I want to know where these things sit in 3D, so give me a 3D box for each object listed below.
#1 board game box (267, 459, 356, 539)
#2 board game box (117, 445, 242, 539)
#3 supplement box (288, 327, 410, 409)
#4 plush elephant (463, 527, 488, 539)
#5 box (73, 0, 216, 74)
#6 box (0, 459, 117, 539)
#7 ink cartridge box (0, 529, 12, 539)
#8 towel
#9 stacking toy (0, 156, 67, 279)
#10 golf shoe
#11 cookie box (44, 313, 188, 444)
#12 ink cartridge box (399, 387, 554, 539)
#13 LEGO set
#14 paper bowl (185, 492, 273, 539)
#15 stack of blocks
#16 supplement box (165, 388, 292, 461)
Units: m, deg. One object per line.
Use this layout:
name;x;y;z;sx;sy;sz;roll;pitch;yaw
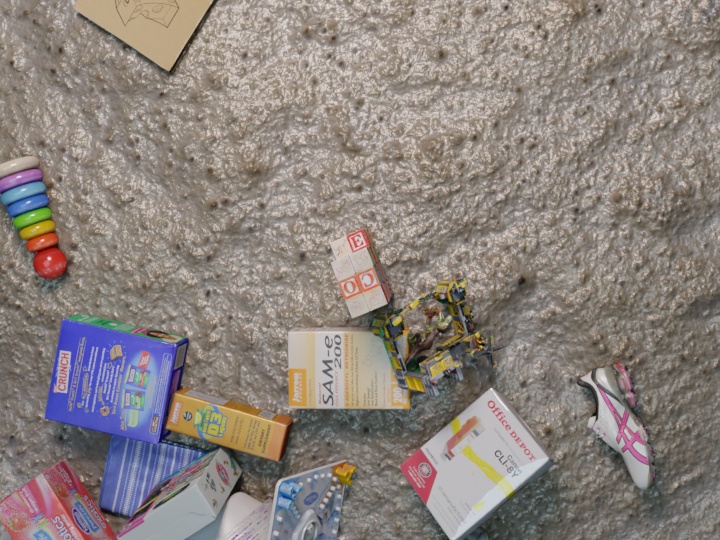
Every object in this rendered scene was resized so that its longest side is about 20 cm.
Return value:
board game box;-0.079;0.414;1.265;0.026;0.199;0.203;10;93;30
board game box;-0.276;0.360;1.255;0.146;0.200;0.065;-32;93;4
supplement box;-0.016;0.158;1.309;0.197;0.074;0.128;-1;91;5
plush elephant;0.172;0.508;1.278;0.163;0.154;0.202;-24;130;-32
box;-0.354;-0.451;1.340;0.199;0.021;0.165;34;94;2
box;-0.472;0.419;1.276;0.102;0.095;0.201;-33;89;3
ink cartridge box;-0.535;0.450;1.362;0.115;0.067;0.201;33;94;1
towel;-0.341;0.360;1.366;0.197;0.024;0.147;13;94;4
stacking toy;-0.543;-0.083;1.344;0.084;0.085;0.203;-20;97;5
golf shoe;0.411;0.252;1.285;0.091;0.073;0.203;-18;81;11
cookie box;-0.404;0.177;1.338;0.197;0.075;0.174;12;93;3
ink cartridge box;0.184;0.306;1.274;0.200;0.083;0.146;-41;66;4
LEGO set;0.127;0.101;1.229;0.198;0.115;0.156;-17;99;-30
paper bowl;-0.214;0.431;1.269;0.200;0.201;0.105;-39;81;5
stack of blocks;0.000;0.000;1.239;0.058;0.200;0.117;-22;91;5
supplement box;-0.216;0.255;1.332;0.197;0.069;0.068;14;91;6
